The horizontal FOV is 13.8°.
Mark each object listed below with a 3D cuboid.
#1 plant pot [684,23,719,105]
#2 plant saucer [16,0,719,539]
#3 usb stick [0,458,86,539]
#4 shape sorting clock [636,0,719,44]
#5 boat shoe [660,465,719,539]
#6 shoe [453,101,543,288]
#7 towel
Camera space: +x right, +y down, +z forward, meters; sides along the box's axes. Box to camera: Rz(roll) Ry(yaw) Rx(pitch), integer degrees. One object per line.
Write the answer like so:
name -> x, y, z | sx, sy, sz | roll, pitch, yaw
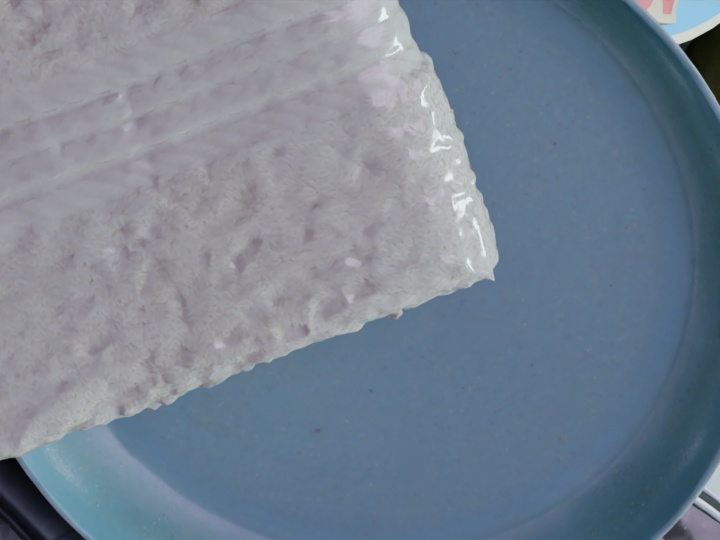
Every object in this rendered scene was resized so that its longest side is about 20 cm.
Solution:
plant pot -> 0.156, -0.009, 0.878 | 0.193, 0.200, 0.200 | -42, 110, -14
plant saucer -> 0.000, 0.000, 0.735 | 0.200, 0.027, 0.200 | 3, 112, 7
usb stick -> -0.092, 0.029, 0.780 | 0.055, 0.033, 0.200 | -49, 130, -13
shape sorting clock -> 0.071, -0.156, 0.757 | 0.200, 0.039, 0.200 | -12, 106, -47
boat shoe -> 0.101, 0.116, 0.807 | 0.200, 0.071, 0.064 | 46, 36, -16
shoe -> 0.008, -0.059, 0.765 | 0.200, 0.091, 0.072 | 30, 105, -29
towel -> -0.078, -0.023, 0.689 | 0.200, 0.034, 0.133 | -20, 110, 2
